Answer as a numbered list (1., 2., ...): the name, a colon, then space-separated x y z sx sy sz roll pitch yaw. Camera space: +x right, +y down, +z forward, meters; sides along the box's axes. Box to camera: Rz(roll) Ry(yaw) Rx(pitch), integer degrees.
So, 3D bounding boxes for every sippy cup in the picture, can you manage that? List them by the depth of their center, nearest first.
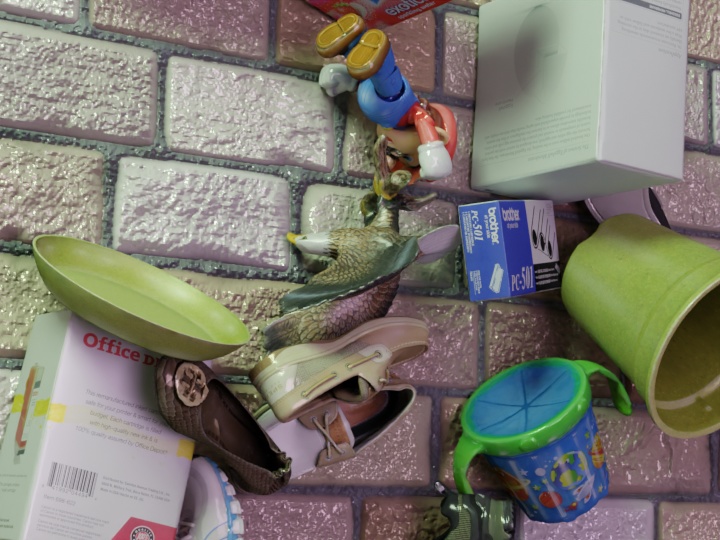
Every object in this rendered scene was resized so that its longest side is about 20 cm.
1. sippy cup: 0.187 0.179 1.718 0.140 0.177 0.131 -76 143 -58

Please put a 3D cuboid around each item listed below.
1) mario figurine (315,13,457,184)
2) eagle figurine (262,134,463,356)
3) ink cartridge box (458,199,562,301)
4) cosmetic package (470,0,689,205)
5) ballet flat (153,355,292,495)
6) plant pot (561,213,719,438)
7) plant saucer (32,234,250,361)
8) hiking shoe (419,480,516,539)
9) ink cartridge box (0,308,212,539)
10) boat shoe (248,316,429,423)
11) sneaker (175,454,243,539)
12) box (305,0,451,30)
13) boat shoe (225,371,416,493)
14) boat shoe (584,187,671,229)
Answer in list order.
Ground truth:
1. mario figurine: 0.022 -0.145 1.642 0.200 0.106 0.124 52 26 -44
2. eagle figurine: -0.007 0.000 1.602 0.152 0.151 0.200 47 50 -38
3. ink cartridge box: 0.152 -0.022 1.698 0.200 0.044 0.094 -7 90 -69
4. cosmetic package: 0.221 -0.181 1.732 0.123 0.199 0.201 11 79 -33
5. ballet flat: -0.113 0.134 1.465 0.200 0.046 0.067 55 47 -43
6. plant pot: 0.310 0.039 1.741 0.200 0.184 0.201 -20 128 -28
7. plant saucer: -0.189 0.028 1.440 0.200 0.200 0.031 20 100 -32
8. hiking shoe: 0.083 0.308 1.667 0.100 0.076 0.201 18 91 8
9. ink cartridge box: -0.222 0.147 1.455 0.145 0.083 0.201 21 73 -33
10. boat shoe: -0.009 0.094 1.565 0.200 0.072 0.065 -13 63 -41
11. sneaker: -0.152 0.264 1.501 0.086 0.075 0.201 -3 86 -29
12. box: 0.034 -0.304 1.614 0.100 0.200 0.096 27 68 -30
13. boat shoe: -0.035 0.145 1.595 0.200 0.068 0.075 -30 104 -32
14. boat shoe: 0.294 -0.068 1.856 0.074 0.060 0.200 -33 101 11
